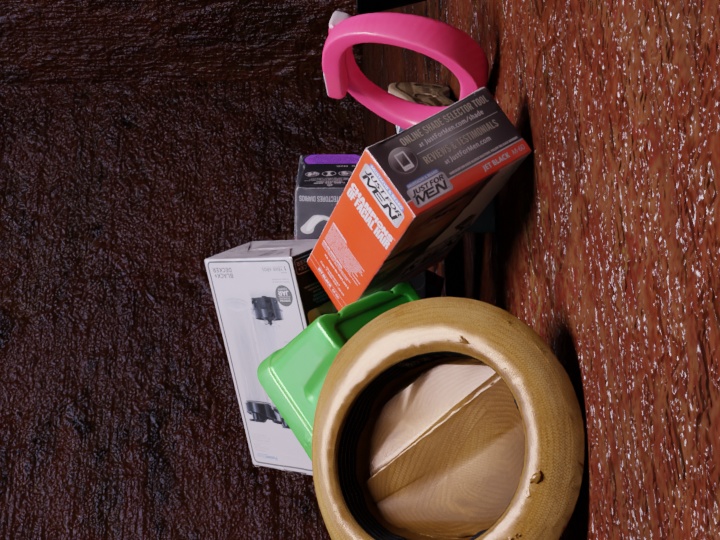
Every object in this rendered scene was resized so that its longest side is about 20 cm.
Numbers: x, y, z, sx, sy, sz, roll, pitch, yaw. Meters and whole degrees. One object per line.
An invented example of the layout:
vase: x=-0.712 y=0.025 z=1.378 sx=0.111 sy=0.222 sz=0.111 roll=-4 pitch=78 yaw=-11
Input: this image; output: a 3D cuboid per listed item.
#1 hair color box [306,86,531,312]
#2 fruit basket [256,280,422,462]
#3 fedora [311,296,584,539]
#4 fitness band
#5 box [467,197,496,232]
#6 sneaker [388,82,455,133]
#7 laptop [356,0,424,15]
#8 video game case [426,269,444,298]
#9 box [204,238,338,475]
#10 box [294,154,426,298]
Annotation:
hair color box: x=0.037 y=-0.045 z=0.859 sx=0.064 sy=0.111 sz=0.200 roll=55 pitch=156 yaw=12
fruit basket: x=0.025 y=0.133 z=0.901 sx=0.215 sy=0.155 sz=0.216 roll=33 pitch=134 yaw=42
fedora: x=0.061 y=0.114 z=0.720 sx=0.082 sy=0.200 sz=0.201 roll=9 pitch=-103 yaw=-55
fitness band: x=0.040 y=-0.171 z=0.990 sx=0.200 sy=0.143 sz=0.038 roll=84 pitch=-158 yaw=-76
box: x=0.086 y=-0.080 z=1.046 sx=0.200 sy=0.049 sz=0.083 roll=-114 pitch=23 yaw=-85
sneaker: x=0.068 y=-0.141 z=1.240 sx=0.200 sy=0.070 sz=0.109 roll=-105 pitch=16 yaw=-70
laptop: x=0.050 y=-0.344 z=0.988 sx=0.200 sy=0.115 sz=0.188 roll=-95 pitch=5 yaw=-59
video game case: x=0.039 y=0.099 z=1.284 sx=0.182 sy=0.036 sz=0.200 roll=-64 pitch=-1 yaw=12
box: x=-0.059 y=0.076 z=0.999 sx=0.060 sy=0.116 sz=0.201 roll=-23 pitch=-75 yaw=-45
box: x=0.000 y=0.000 z=1.064 sx=0.106 sy=0.122 sz=0.201 roll=-91 pitch=1 yaw=-67
